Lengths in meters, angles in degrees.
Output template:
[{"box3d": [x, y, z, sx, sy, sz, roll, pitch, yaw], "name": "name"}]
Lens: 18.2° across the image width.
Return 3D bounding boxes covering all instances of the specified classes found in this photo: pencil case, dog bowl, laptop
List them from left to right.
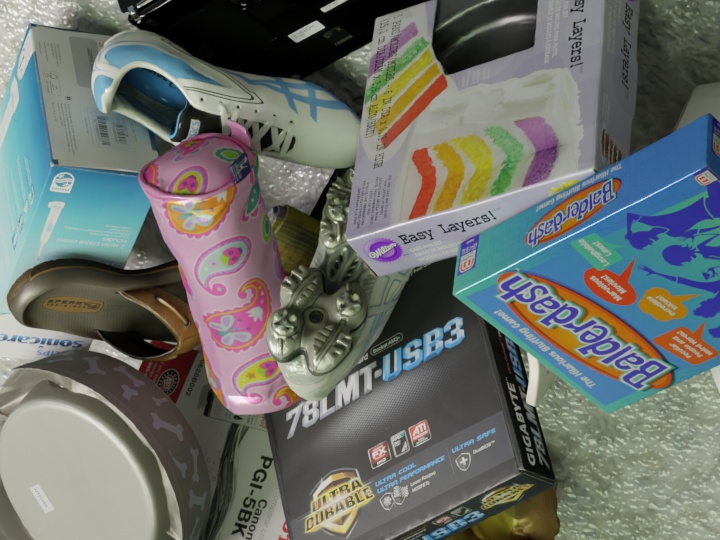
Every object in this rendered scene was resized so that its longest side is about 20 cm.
[{"box3d": [-0.194, 0.148, 1.626, 0.199, 0.059, 0.202, 16, 122, 27], "name": "dog bowl"}, {"box3d": [-0.085, 0.001, 1.531, 0.087, 0.088, 0.201, 0, 126, 22], "name": "pencil case"}, {"box3d": [-0.077, -0.230, 1.535, 0.176, 0.104, 0.199, -24, 138, 35], "name": "laptop"}]

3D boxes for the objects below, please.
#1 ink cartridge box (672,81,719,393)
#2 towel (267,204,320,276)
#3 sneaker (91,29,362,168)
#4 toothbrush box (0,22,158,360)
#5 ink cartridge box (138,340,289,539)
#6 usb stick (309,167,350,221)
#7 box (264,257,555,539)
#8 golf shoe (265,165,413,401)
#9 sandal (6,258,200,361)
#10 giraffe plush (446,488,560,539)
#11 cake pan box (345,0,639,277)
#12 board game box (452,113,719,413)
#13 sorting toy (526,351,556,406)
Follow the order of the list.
[{"box3d": [0.295, -0.013, 1.452, 0.146, 0.145, 0.201, -10, 121, 29], "name": "ink cartridge box"}, {"box3d": [-0.012, 0.033, 1.661, 0.199, 0.023, 0.144, 25, 129, -17], "name": "towel"}, {"box3d": [-0.090, -0.105, 1.547, 0.198, 0.073, 0.072, 17, 137, -8], "name": "sneaker"}, {"box3d": [-0.219, -0.052, 1.624, 0.085, 0.147, 0.201, 7, 134, -24], "name": "toothbrush box"}, {"box3d": [-0.087, 0.149, 1.696, 0.198, 0.148, 0.083, 12, 161, 29], "name": "ink cartridge box"}, {"box3d": [0.006, -0.060, 1.611, 0.055, 0.033, 0.201, 29, 130, -2], "name": "usb stick"}, {"box3d": [0.024, 0.094, 1.565, 0.199, 0.200, 0.050, -29, 150, 28], "name": "box"}, {"box3d": [0.000, 0.000, 1.537, 0.078, 0.201, 0.097, 29, 155, 16], "name": "golf shoe"}, {"box3d": [-0.150, 0.031, 1.590, 0.198, 0.055, 0.082, 5, 136, -31], "name": "sandal"}, {"box3d": [0.070, 0.237, 1.741, 0.198, 0.174, 0.163, -9, 143, 16], "name": "giraffe plush"}, {"box3d": [0.087, -0.106, 1.442, 0.183, 0.201, 0.052, -13, 140, 28], "name": "cake pan box"}, {"box3d": [0.178, 0.002, 1.361, 0.152, 0.045, 0.199, 36, 135, -29], "name": "board game box"}, {"box3d": [0.119, -0.008, 1.506, 0.106, 0.181, 0.201, -9, 121, 28], "name": "sorting toy"}]
